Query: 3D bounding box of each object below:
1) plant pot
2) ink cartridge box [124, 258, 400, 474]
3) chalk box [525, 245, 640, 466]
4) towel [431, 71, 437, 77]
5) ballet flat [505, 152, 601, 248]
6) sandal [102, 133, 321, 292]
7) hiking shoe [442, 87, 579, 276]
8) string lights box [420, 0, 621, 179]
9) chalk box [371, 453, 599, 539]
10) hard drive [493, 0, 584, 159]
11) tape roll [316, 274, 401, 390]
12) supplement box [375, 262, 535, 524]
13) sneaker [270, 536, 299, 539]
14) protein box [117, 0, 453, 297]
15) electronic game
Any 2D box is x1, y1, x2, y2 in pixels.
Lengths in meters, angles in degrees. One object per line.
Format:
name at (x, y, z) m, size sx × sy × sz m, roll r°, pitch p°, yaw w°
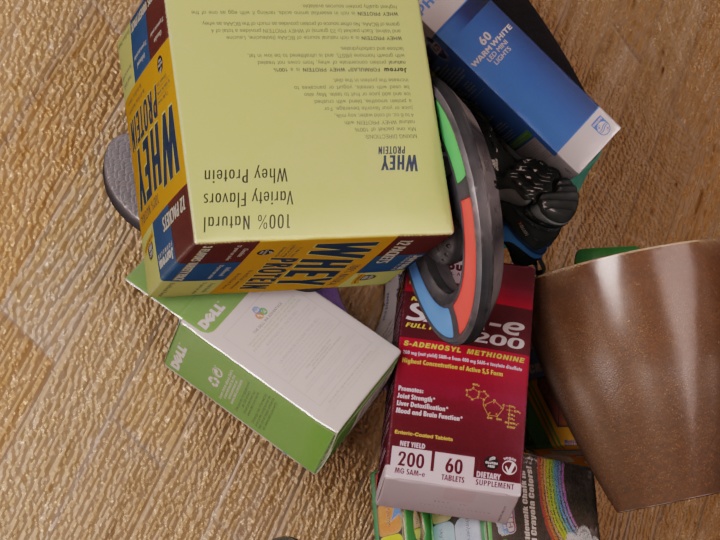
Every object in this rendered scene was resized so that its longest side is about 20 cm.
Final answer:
plant pot at (0.238, 0.093, 1.636) m, size 0.186 × 0.186 × 0.202 m, roll -2°, pitch 77°, yaw -48°
ink cartridge box at (-0.080, 0.052, 1.503) m, size 0.199 × 0.059 × 0.104 m, roll 35°, pitch 48°, yaw 7°
chalk box at (0.223, 0.073, 1.798) m, size 0.124 × 0.124 × 0.202 m, roll 35°, pitch 54°, yaw -66°
towel at (0.006, -0.180, 1.710) m, size 0.199 × 0.023 × 0.145 m, roll 10°, pitch 74°, yaw -48°
ballet flat at (0.160, -0.070, 1.839) m, size 0.200 × 0.067 × 0.071 m, roll -33°, pitch 130°, yaw -47°
sandal at (-0.110, -0.035, 1.497) m, size 0.199 × 0.043 × 0.077 m, roll 28°, pitch 64°, yaw -13°
hiking shoe at (0.088, -0.081, 1.675) m, size 0.200 × 0.087 × 0.074 m, roll 41°, pitch 40°, yaw 19°
string lights box at (0.122, -0.164, 1.681) m, size 0.200 × 0.103 × 0.059 m, roll 44°, pitch 82°, yaw -2°
chalk box at (0.091, 0.220, 1.622) m, size 0.199 × 0.123 × 0.126 m, roll 17°, pitch 63°, yaw -44°
hard drive at (0.142, -0.183, 1.797) m, size 0.135 × 0.042 × 0.201 m, roll -21°, pitch 79°, yaw -54°
tape roll at (0.000, 0.000, 1.631) m, size 0.199 × 0.065 × 0.202 m, roll 13°, pitch 72°, yaw -46°
supplement box at (0.076, 0.089, 1.547) m, size 0.108 × 0.061 × 0.202 m, roll 8°, pitch 60°, yaw -3°
sneaker at (-0.065, 0.302, 1.485) m, size 0.079 × 0.075 × 0.201 m, roll 47°, pitch 51°, yaw -34°
protein box at (-0.058, -0.099, 1.435) m, size 0.197 × 0.135 × 0.202 m, roll -3°, pitch 75°, yaw -22°
electronic game at (0.060, -0.044, 1.469) m, size 0.041 × 0.200 × 0.202 m, roll -8°, pitch 87°, yaw -15°
